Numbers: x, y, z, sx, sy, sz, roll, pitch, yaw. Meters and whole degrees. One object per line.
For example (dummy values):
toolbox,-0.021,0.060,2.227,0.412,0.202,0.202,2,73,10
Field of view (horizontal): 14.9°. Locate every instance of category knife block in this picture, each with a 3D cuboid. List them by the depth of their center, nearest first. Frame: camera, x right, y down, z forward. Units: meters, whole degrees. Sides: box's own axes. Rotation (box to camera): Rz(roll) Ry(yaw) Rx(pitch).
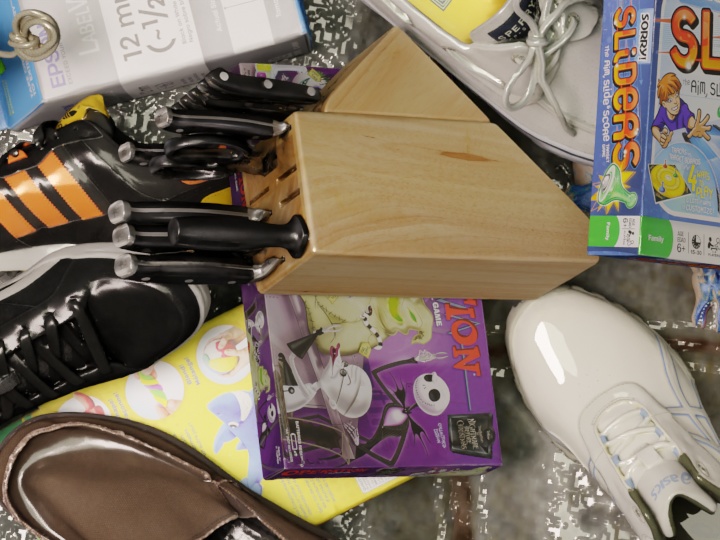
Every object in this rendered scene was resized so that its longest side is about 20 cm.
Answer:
knife block,-0.010,-0.018,1.270,0.200,0.064,0.176,45,59,-8

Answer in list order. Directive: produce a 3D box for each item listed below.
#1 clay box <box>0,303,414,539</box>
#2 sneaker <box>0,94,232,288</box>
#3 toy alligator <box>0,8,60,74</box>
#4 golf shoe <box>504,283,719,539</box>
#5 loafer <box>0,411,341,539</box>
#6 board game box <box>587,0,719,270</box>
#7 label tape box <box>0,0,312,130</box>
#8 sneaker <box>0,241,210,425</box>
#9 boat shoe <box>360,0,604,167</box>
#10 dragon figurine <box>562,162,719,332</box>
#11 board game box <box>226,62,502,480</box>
clay box,-0.068,0.086,1.356,0.200,0.048,0.115,-26,86,1
sneaker,-0.154,-0.045,1.343,0.199,0.070,0.090,5,105,-4
toy alligator,-0.206,-0.097,1.335,0.200,0.054,0.059,-20,112,36
golf shoe,0.144,0.088,1.327,0.078,0.097,0.200,-39,86,1
loafer,-0.082,0.121,1.294,0.199,0.071,0.073,21,88,4
board game box,0.188,-0.066,1.299,0.200,0.034,0.136,5,87,-43
label tape box,-0.137,-0.155,1.360,0.199,0.066,0.144,-14,87,-1
sneaker,-0.169,0.056,1.280,0.199,0.112,0.073,-12,124,23
boat shoe,0.074,-0.114,1.281,0.202,0.086,0.075,37,90,0
dragon figurine,0.137,-0.065,1.352,0.099,0.059,0.201,-9,88,1
board game box,0.000,0.000,1.323,0.120,0.032,0.201,2,73,-31
